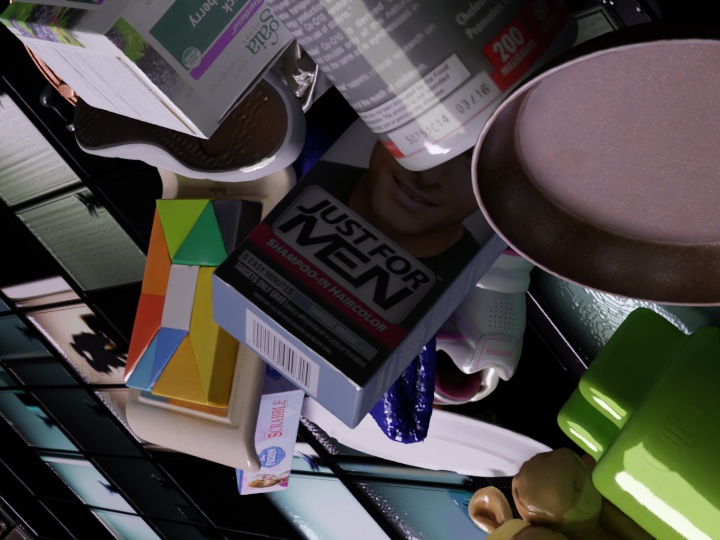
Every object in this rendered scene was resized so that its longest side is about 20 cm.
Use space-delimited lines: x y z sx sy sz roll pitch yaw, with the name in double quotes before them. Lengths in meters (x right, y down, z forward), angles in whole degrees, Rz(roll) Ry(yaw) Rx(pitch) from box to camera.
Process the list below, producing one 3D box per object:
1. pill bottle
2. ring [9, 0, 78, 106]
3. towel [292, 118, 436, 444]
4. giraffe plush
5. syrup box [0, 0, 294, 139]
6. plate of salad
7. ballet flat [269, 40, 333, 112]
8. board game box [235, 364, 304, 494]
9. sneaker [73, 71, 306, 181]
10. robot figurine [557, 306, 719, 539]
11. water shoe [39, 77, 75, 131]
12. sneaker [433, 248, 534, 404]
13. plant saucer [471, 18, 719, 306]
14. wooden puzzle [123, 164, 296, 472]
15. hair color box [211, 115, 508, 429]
"pill bottle" 0.003 -0.158 0.741 0.200 0.114 0.114 49 155 -15
"ring" -0.134 -0.147 0.988 0.198 0.019 0.202 12 138 10
"towel" 0.000 0.000 0.968 0.200 0.049 0.149 -129 30 -58
"giraffe plush" 0.133 0.210 1.073 0.199 0.175 0.161 22 157 -39
"syrup box" -0.120 -0.135 0.844 0.081 0.079 0.200 44 169 -27
"plate of salad" 0.049 0.109 1.114 0.197 0.049 0.200 11 165 3
"ballet flat" -0.041 -0.158 0.869 0.067 0.064 0.201 29 152 19
"board game box" -0.080 0.035 1.126 0.201 0.041 0.202 103 159 -62
"sneaker" -0.087 -0.091 0.940 0.084 0.074 0.199 9 -178 -44
"robot figurine" 0.210 0.111 0.861 0.199 0.116 0.176 37 147 12
"water shoe" -0.175 -0.154 1.063 0.071 0.079 0.200 41 156 2
"sneaker" 0.046 0.045 1.006 0.080 0.089 0.200 9 163 -17
"plant saucer" 0.150 -0.050 0.705 0.198 0.035 0.201 8 147 5
"wooden puzzle" -0.109 0.022 1.028 0.037 0.203 0.184 6 178 -32
"hair color box" 0.021 -0.026 0.822 0.099 0.200 0.061 36 156 13
